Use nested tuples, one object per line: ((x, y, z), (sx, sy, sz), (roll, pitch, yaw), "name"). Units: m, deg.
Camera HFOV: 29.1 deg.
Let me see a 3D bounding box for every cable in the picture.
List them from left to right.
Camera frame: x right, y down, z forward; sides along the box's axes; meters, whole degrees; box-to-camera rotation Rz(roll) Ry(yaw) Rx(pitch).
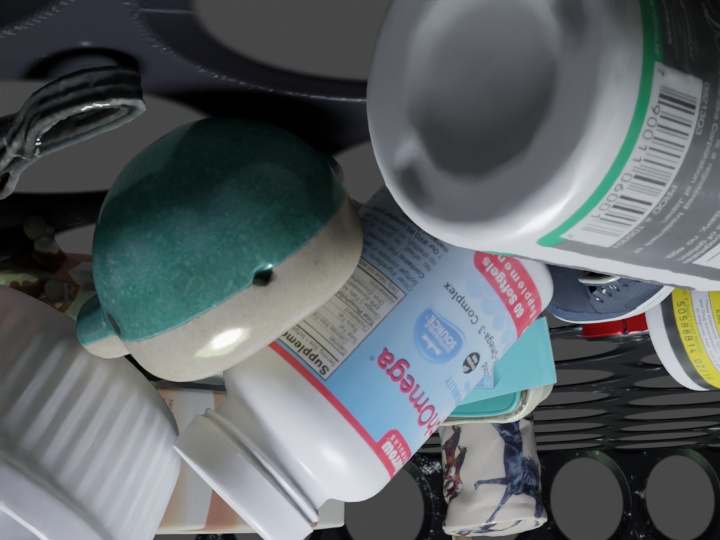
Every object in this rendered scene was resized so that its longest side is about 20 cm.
((-0.164, -0.045, 0.639), (0.198, 0.051, 0.097), (-9, 171, 31), "cable")

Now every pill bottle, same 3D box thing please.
((0.000, 0.046, 0.723), (0.109, 0.200, 0.109), (41, 168, 10), "pill bottle")
((0.107, -0.053, 0.506), (0.112, 0.115, 0.198), (-14, 164, 43), "pill bottle")
((0.284, 0.008, 0.853), (0.198, 0.113, 0.111), (-13, 165, 41), "pill bottle")

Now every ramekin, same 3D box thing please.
((-0.189, 0.094, 0.741), (0.198, 0.106, 0.201), (22, 150, 13), "ramekin")

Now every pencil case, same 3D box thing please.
((0.087, 0.104, 1.045), (0.077, 0.203, 0.089), (0, 167, -33), "pencil case")

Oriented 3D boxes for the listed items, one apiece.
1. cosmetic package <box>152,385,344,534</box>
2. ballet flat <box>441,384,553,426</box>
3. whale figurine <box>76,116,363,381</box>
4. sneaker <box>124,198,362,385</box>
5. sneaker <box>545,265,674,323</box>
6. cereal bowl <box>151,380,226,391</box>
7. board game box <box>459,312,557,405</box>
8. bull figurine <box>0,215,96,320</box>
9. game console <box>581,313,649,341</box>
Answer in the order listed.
((-0.109, 0.144, 1.036), (0.087, 0.105, 0.199), (-12, 166, 41), "cosmetic package")
((0.046, 0.084, 0.990), (0.198, 0.069, 0.062), (0, -176, 33), "ballet flat")
((-0.082, -0.023, 0.690), (0.158, 0.104, 0.200), (-35, -162, -11), "whale figurine")
((-0.074, 0.036, 0.796), (0.198, 0.092, 0.076), (-24, -156, 5), "sneaker")
((0.129, -0.019, 0.734), (0.145, 0.078, 0.202), (-8, 164, -39), "sneaker")
((-0.100, 0.057, 1.078), (0.197, 0.085, 0.200), (-3, 168, -1), "cereal bowl")
((0.013, 0.050, 0.913), (0.197, 0.048, 0.151), (-14, -163, -4), "board game box")
((-0.176, 0.018, 0.879), (0.197, 0.066, 0.121), (10, 162, -18), "bull figurine")
((0.261, 0.028, 1.054), (0.174, 0.032, 0.200), (-5, -179, 14), "game console")
